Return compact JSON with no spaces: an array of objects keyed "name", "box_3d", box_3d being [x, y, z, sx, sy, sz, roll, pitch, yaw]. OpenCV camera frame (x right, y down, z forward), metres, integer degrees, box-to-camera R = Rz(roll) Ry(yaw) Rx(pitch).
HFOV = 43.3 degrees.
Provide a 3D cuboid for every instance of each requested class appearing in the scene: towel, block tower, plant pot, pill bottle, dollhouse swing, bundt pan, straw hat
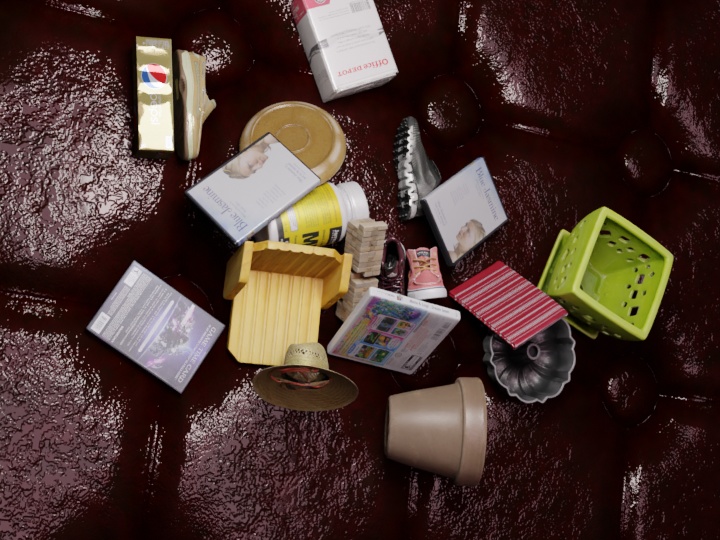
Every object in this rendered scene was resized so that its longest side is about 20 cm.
[{"name":"towel","box_3d":[0.284,0.064,1.768,0.144,0.200,0.023,-30,137,-22]},{"name":"block tower","box_3d":[0.000,0.000,1.667,0.053,0.058,0.202,-9,121,-34]},{"name":"plant pot","box_3d":[-0.124,-0.236,1.660,0.197,0.028,0.202,1,59,-2]},{"name":"pill bottle","box_3d":[-0.092,-0.098,1.661,0.198,0.114,0.116,-14,89,-22]},{"name":"plant pot","box_3d":[0.133,0.293,1.684,0.172,0.200,0.203,5,82,-2]},{"name":"dollhouse swing","box_3d":[-0.134,0.066,1.608,0.197,0.182,0.178,8,70,-21]},{"name":"bundt pan","box_3d":[0.328,0.164,1.818,0.199,0.076,0.205,3,82,-21]},{"name":"plant pot","box_3d":[0.477,0.019,1.832,0.198,0.181,0.202,32,69,-16]},{"name":"straw hat","box_3d":[-0.096,0.172,1.608,0.199,0.201,0.086,13,57,-19]}]

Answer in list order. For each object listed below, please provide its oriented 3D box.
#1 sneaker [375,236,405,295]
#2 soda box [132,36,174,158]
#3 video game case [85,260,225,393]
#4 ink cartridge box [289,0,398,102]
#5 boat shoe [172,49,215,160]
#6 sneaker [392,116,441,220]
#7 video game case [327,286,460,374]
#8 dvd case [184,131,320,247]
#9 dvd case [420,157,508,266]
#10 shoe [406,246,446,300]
[{"name":"sneaker","box_3d":[0.052,0.032,1.695,0.074,0.116,0.203,-1,80,1]},{"name":"soda box","box_3d":[-0.366,-0.303,1.600,0.063,0.068,0.203,0,84,-21]},{"name":"video game case","box_3d":[-0.355,0.099,1.587,0.199,0.019,0.144,37,73,-15]},{"name":"ink cartridge box","box_3d":[-0.032,-0.442,1.739,0.144,0.085,0.202,-20,90,-22]},{"name":"boat shoe","box_3d":[-0.294,-0.296,1.631,0.075,0.071,0.203,1,84,-33]},{"name":"sneaker","box_3d":[0.115,-0.199,1.783,0.089,0.066,0.203,-2,89,-24]},{"name":"video game case","box_3d":[0.058,0.114,1.661,0.180,0.201,0.024,16,48,-19]},{"name":"dvd case","box_3d":[-0.187,-0.144,1.578,0.199,0.018,0.143,-39,70,-22]},{"name":"dvd case","box_3d":[0.208,-0.117,1.787,0.199,0.017,0.144,-37,109,-37]},{"name":"shoe","box_3d":[0.116,0.004,1.687,0.070,0.200,0.092,-5,93,-1]}]
